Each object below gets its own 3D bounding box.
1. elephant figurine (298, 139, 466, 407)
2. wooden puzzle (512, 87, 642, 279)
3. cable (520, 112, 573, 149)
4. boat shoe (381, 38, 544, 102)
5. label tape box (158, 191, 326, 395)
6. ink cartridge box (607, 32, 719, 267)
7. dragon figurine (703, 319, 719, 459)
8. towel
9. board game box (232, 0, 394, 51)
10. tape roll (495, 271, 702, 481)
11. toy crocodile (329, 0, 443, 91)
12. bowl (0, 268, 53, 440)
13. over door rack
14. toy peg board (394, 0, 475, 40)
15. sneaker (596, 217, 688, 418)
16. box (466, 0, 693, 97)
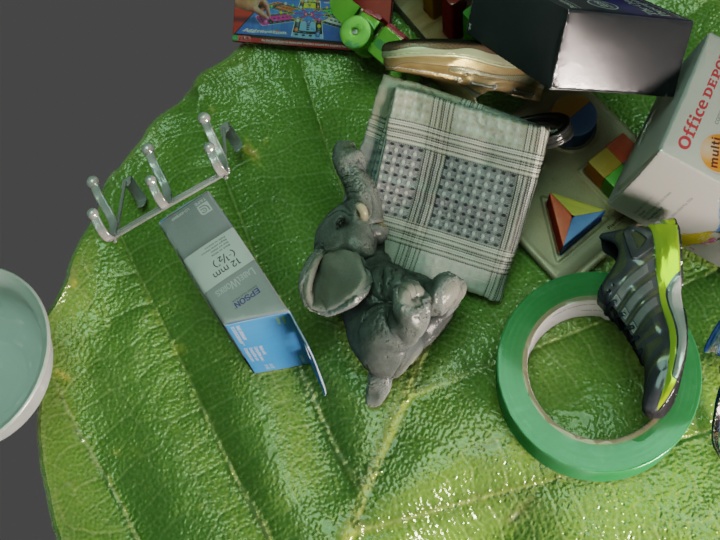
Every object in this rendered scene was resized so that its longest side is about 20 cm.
[{"bbox_3d":[0.000,0.000,0.969,0.199,0.142,0.155,40,62,14],"label":"elephant figurine"},{"bbox_3d":[0.225,-0.110,1.031,0.184,0.046,0.200,-38,67,-9],"label":"wooden puzzle"},{"bbox_3d":[0.135,-0.140,1.038,0.196,0.051,0.098,-7,35,15],"label":"cable"},{"bbox_3d":[0.116,-0.210,1.023,0.196,0.072,0.078,0,108,-15],"label":"boat shoe"},{"bbox_3d":[-0.116,0.039,0.956,0.065,0.144,0.201,-31,66,-8],"label":"label tape box"},{"bbox_3d":[0.378,-0.102,0.933,0.198,0.145,0.149,28,73,4],"label":"ink cartridge box"},{"bbox_3d":[0.368,0.073,0.894,0.059,0.099,0.201,35,91,38],"label":"dragon figurine"},{"bbox_3d":[0.082,-0.087,0.996,0.197,0.034,0.196,20,105,16],"label":"towel"},{"bbox_3d":[-0.057,-0.324,1.148,0.196,0.019,0.105,6,97,10],"label":"board game box"},{"bbox_3d":[0.233,0.103,0.937,0.196,0.048,0.204,-3,66,6],"label":"tape roll"},{"bbox_3d":[0.038,-0.253,1.088,0.200,0.067,0.062,44,103,10],"label":"toy crocodile"},{"bbox_3d":[-0.405,0.105,0.994,0.197,0.091,0.205,-3,66,7],"label":"bowl"},{"bbox_3d":[-0.207,-0.108,0.998,0.146,0.200,0.067,-28,106,5],"label":"over door rack"},{"bbox_3d":[0.152,-0.351,1.117,0.198,0.098,0.200,-33,67,-8],"label":"toy peg board"},{"bbox_3d":[0.267,0.045,0.901,0.079,0.074,0.203,-1,59,13],"label":"sneaker"},{"bbox_3d":[0.210,-0.242,0.941,0.139,0.080,0.201,-3,29,-18],"label":"box"}]
